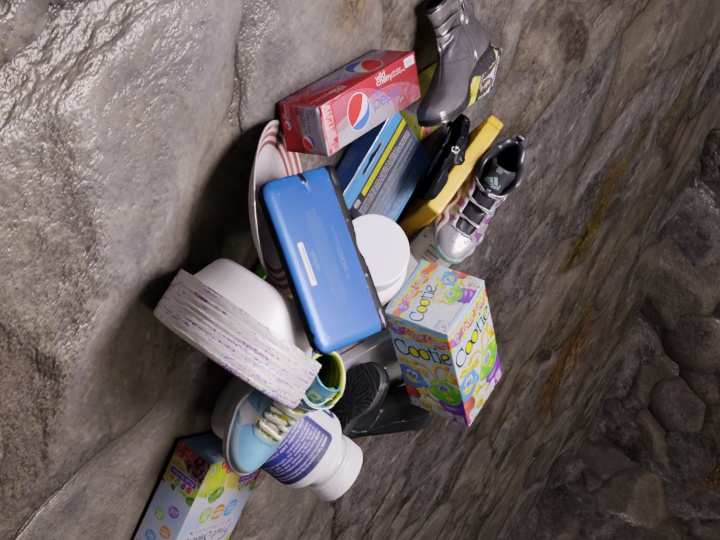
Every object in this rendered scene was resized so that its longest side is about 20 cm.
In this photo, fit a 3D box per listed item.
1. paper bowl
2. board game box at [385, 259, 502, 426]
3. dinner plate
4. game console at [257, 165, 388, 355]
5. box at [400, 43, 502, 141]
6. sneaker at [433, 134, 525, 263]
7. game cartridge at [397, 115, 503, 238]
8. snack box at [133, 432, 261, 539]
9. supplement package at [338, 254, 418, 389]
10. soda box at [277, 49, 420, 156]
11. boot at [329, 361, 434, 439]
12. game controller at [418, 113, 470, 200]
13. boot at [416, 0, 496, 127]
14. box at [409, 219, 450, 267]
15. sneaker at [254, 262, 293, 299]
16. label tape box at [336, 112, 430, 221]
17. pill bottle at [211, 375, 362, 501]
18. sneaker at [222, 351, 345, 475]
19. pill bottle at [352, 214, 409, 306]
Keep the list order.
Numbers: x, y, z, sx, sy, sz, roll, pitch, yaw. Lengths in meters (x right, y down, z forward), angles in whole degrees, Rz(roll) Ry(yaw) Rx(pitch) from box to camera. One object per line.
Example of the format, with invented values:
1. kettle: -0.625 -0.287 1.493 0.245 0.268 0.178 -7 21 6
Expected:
1. paper bowl: -0.131 0.063 1.318 0.105 0.199 0.201 -57 157 -5
2. board game box: 0.118 0.102 1.576 0.105 0.102 0.202 -52 144 -29
3. dinner plate: -0.101 -0.075 1.351 0.200 0.024 0.204 -1 90 -77
4. game console: -0.055 -0.007 1.342 0.169 0.203 0.118 -20 179 -45
5. box: 0.128 -0.265 1.651 0.199 0.050 0.076 -37 149 -41
6. sneaker: 0.175 -0.111 1.635 0.202 0.077 0.140 -63 -175 -15
7. game cartridge: 0.132 -0.137 1.721 0.177 0.032 0.200 -54 -174 -14
8. snack box: -0.226 0.329 1.606 0.202 0.067 0.168 -63 157 13
9. supplement package: 0.023 0.099 1.708 0.198 0.111 0.157 -29 149 -12
10. soda box: -0.011 -0.208 1.396 0.199 0.069 0.064 -37 127 -43
11. boot: 0.054 0.186 1.683 0.198 0.066 0.165 -1 143 -40
12. game controller: 0.118 -0.161 1.610 0.105 0.042 0.200 -50 -175 18
13. boot: 0.108 -0.293 1.519 0.201 0.069 0.133 -61 137 -40
14. box: 0.144 -0.082 1.795 0.082 0.068 0.201 -49 -175 46
15. sneaker: -0.116 0.040 1.509 0.202 0.076 0.084 -58 178 -3
16. label tape box: 0.014 -0.137 1.551 0.146 0.063 0.200 -60 157 -5
17. pill bottle: -0.095 0.225 1.564 0.200 0.119 0.120 41 78 -24
18. sneaker: -0.092 0.170 1.420 0.079 0.130 0.202 34 78 -26
19. pill bottle: 0.000 0.000 1.541 0.115 0.114 0.200 -51 178 -19
